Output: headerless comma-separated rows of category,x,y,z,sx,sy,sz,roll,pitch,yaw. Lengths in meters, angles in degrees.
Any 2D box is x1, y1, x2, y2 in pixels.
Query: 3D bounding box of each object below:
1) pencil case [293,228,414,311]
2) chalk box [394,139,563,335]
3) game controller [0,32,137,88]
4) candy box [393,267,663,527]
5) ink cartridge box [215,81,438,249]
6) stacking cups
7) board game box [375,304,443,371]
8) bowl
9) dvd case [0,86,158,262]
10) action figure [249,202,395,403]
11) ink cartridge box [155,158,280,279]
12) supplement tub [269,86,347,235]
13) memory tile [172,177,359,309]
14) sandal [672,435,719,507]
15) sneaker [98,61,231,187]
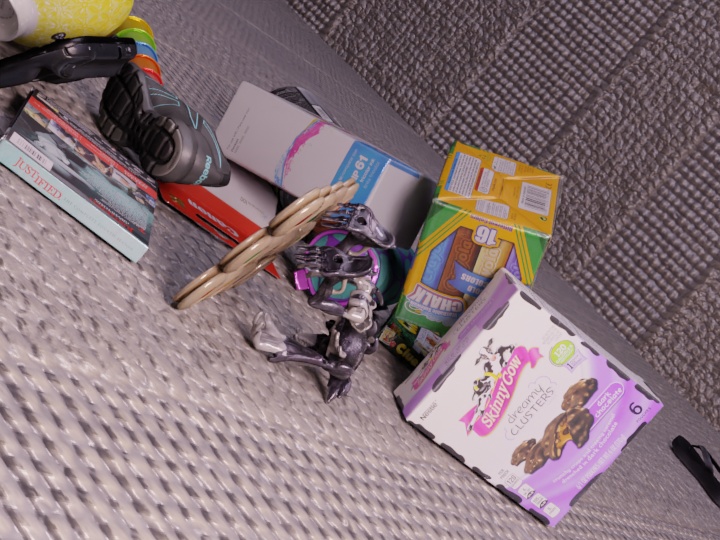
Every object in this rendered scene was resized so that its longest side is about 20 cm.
pencil case,0.000,0.000,1.530,0.200,0.092,0.085,6,74,-76
chalk box,0.115,-0.007,1.452,0.124,0.200,0.125,19,36,1
game controller,-0.276,-0.195,1.309,0.200,0.104,0.042,-53,136,-80
candy box,0.162,0.125,1.381,0.200,0.168,0.072,37,10,-18
ink cartridge box,-0.036,-0.110,1.480,0.200,0.085,0.144,29,6,25
stacking cups,-0.253,-0.235,1.631,0.060,0.061,0.200,35,13,-30
board game box,0.072,0.086,1.618,0.105,0.023,0.200,39,11,0
bowl,-0.331,-0.286,1.375,0.200,0.200,0.108,40,53,-5
dvd case,-0.238,-0.086,1.208,0.146,0.022,0.200,38,10,-17
action figure,-0.029,0.028,1.203,0.102,0.200,0.119,19,52,7
ink cartridge box,-0.150,-0.091,1.466,0.162,0.057,0.200,35,8,-32
supplement tub,-0.060,-0.128,1.728,0.122,0.123,0.200,31,16,-44
memory tile,-0.075,-0.023,1.184,0.017,0.153,0.200,53,13,0
sandal,0.588,0.339,2.367,0.076,0.043,0.200,35,12,-30
sneaker,-0.194,-0.135,1.382,0.079,0.076,0.200,18,23,-41
